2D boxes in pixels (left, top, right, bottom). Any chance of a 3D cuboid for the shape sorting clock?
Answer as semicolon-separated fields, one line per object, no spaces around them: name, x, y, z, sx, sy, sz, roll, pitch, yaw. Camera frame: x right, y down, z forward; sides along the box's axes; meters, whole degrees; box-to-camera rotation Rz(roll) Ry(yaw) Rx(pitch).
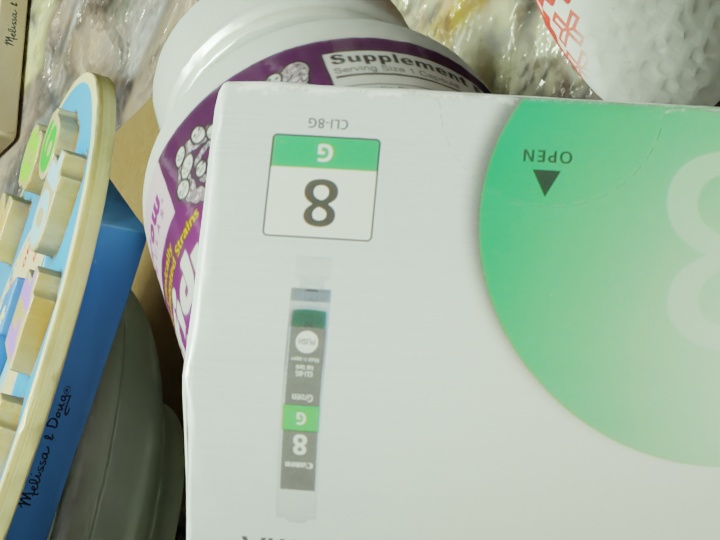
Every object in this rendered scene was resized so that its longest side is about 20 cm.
shape sorting clock;-0.114;0.034;0.923;0.200;0.039;0.201;-163;90;-73

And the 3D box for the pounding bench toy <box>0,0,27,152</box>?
pounding bench toy;-0.242;-0.075;1.281;0.124;0.156;0.201;-34;48;52

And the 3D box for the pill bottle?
pill bottle;0.000;0.000;0.829;0.112;0.112;0.200;-60;30;27

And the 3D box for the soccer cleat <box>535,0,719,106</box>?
soccer cleat;0.073;-0.135;0.752;0.085;0.068;0.201;-160;65;-72

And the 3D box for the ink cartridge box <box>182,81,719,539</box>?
ink cartridge box;0.037;0.058;0.682;0.050;0.160;0.201;80;-166;-69

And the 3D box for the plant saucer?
plant saucer;-0.099;0.090;0.975;0.200;0.050;0.201;-163;90;-74

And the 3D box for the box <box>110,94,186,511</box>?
box;-0.079;0.018;1.067;0.200;0.021;0.164;-39;45;48
